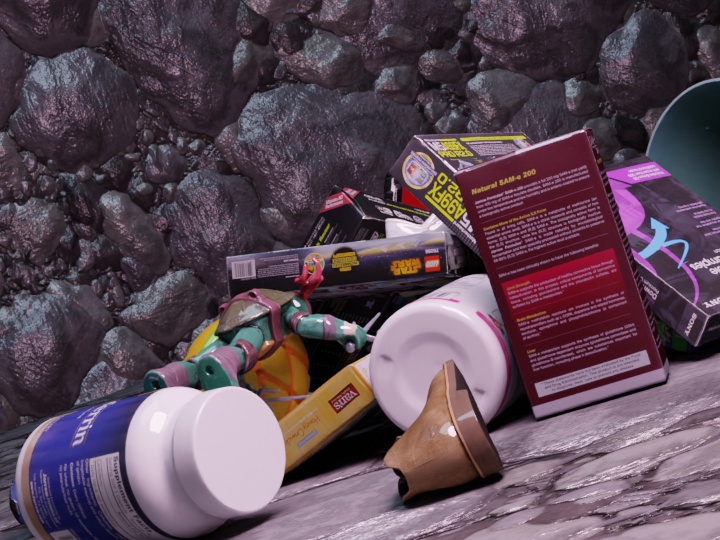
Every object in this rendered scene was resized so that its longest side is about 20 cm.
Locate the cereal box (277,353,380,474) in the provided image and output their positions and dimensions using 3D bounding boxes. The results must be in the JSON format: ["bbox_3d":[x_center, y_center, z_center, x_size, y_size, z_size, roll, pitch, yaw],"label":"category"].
[{"bbox_3d":[-0.011,0.113,1.615,0.144,0.040,0.200,-41,-6,22],"label":"cereal box"}]

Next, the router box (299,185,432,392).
[{"bbox_3d":[0.000,0.026,1.819,0.150,0.200,0.062,14,23,-40],"label":"router box"}]

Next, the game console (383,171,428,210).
[{"bbox_3d":[0.084,-0.003,1.940,0.119,0.200,0.172,-4,-18,25],"label":"game console"}]

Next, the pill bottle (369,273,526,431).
[{"bbox_3d":[0.092,0.065,1.554,0.113,0.114,0.200,-17,2,24],"label":"pill bottle"}]

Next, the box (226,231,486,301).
[{"bbox_3d":[0.000,0.000,1.656,0.200,0.040,0.137,-6,-5,19],"label":"box"}]

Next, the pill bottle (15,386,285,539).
[{"bbox_3d":[-0.160,0.152,1.439,0.200,0.116,0.116,-16,3,39],"label":"pill bottle"}]

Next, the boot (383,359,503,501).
[{"bbox_3d":[0.051,0.114,1.326,0.075,0.074,0.200,-28,4,4],"label":"boot"}]

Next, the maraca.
[{"bbox_3d":[-0.115,0.111,1.656,0.107,0.137,0.200,5,34,33],"label":"maraca"}]

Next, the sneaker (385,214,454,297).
[{"bbox_3d":[0.117,-0.045,1.751,0.200,0.089,0.075,-18,1,-19],"label":"sneaker"}]

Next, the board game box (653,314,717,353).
[{"bbox_3d":[0.281,0.015,1.632,0.135,0.035,0.200,14,23,38],"label":"board game box"}]

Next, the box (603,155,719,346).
[{"bbox_3d":[0.256,-0.020,1.564,0.143,0.200,0.036,-15,-44,-40],"label":"box"}]

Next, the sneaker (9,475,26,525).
[{"bbox_3d":[-0.239,0.188,1.788,0.200,0.075,0.078,-21,7,-30],"label":"sneaker"}]

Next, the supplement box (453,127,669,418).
[{"bbox_3d":[0.156,0.001,1.452,0.109,0.200,0.061,-17,3,13],"label":"supplement box"}]

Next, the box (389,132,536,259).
[{"bbox_3d":[0.139,-0.055,1.650,0.200,0.160,0.044,-9,-43,-58],"label":"box"}]

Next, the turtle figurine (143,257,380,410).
[{"bbox_3d":[-0.081,0.065,1.550,0.150,0.101,0.200,-40,-9,39],"label":"turtle figurine"}]

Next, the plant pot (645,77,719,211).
[{"bbox_3d":[0.397,-0.081,1.805,0.161,0.201,0.200,-2,-8,-37],"label":"plant pot"}]
